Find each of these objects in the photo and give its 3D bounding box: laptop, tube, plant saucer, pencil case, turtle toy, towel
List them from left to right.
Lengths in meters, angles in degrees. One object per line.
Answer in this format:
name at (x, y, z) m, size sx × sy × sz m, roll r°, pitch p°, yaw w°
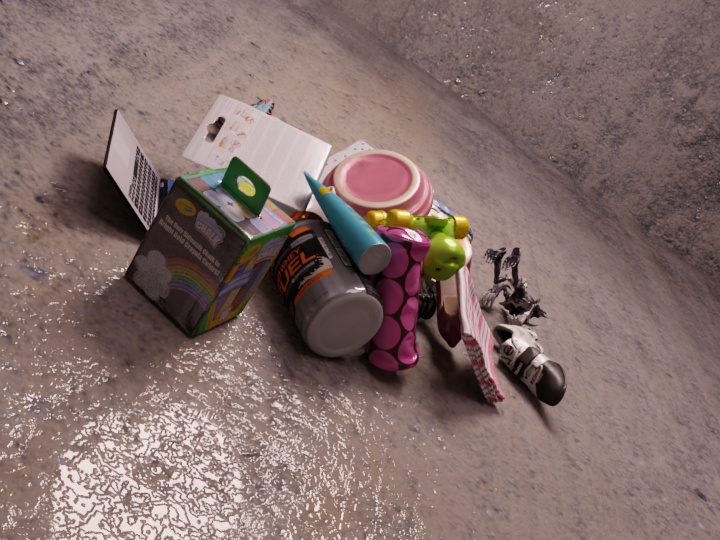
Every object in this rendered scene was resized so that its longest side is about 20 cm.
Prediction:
laptop at (-0.252, -0.127, 1.225) m, size 0.188 × 0.114 × 0.202 m, roll -107°, pitch 172°, yaw -56°
tube at (-0.023, -0.071, 1.246) m, size 0.078 × 0.050 × 0.201 m, roll 48°, pitch 4°, yaw -46°
plant saucer at (0.028, -0.141, 1.502) m, size 0.196 × 0.051 × 0.203 m, roll -1°, pitch 47°, yaw 1°
pencil case at (0.056, 0.037, 1.261) m, size 0.092 × 0.204 × 0.091 m, roll -1°, pitch 16°, yaw -25°
turtle toy at (0.096, -0.038, 1.361) m, size 0.143 × 0.103 × 0.199 m, roll 3°, pitch 1°, yaw -25°
towel at (0.187, 0.098, 1.379) m, size 0.201 × 0.029 × 0.148 m, roll 64°, pitch 19°, yaw -45°

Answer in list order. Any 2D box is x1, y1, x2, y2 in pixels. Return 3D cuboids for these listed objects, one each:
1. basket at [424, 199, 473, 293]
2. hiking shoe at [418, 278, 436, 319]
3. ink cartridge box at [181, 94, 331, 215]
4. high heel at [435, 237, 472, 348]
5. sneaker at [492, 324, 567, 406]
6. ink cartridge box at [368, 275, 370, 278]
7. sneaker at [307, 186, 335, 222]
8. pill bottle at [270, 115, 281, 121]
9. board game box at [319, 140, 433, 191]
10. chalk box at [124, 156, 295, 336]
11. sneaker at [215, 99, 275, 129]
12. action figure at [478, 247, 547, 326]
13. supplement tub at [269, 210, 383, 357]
basket at (0.119, -0.067, 1.620) m, size 0.175 × 0.139 × 0.201 m, roll 33°, pitch 34°, yaw -11°
hiking shoe at (0.085, 0.043, 1.450) m, size 0.100 × 0.076 × 0.200 m, roll 31°, pitch 22°, yaw -4°
ink cartridge box at (-0.158, -0.169, 1.344) m, size 0.197 × 0.048 × 0.162 m, roll 24°, pitch 49°, yaw -4°
high heel at (0.158, 0.028, 1.490) m, size 0.066 × 0.097 × 0.203 m, roll -2°, pitch 51°, yaw 1°
sneaker at (0.286, 0.162, 1.532) m, size 0.087 × 0.075 × 0.201 m, roll 18°, pitch 21°, yaw -26°
ink cartridge box at (0.000, 0.000, 1.387) m, size 0.098 × 0.040 × 0.199 m, roll 27°, pitch -8°, yaw -20°
sneaker at (-0.104, -0.091, 1.378) m, size 0.074 × 0.090 × 0.199 m, roll 13°, pitch 19°, yaw 31°
pill bottle at (-0.146, -0.180, 1.496) m, size 0.112 × 0.114 × 0.201 m, roll 22°, pitch 27°, yaw -30°
board game box at (-0.005, -0.136, 1.551) m, size 0.199 × 0.026 × 0.199 m, roll -32°, pitch 54°, yaw -27°
chalk box at (-0.174, -0.044, 1.081) m, size 0.124 × 0.201 × 0.124 m, roll 40°, pitch 23°, yaw 11°
sneaker at (-0.221, -0.296, 1.654) m, size 0.094 × 0.080 × 0.200 m, roll 27°, pitch 19°, yaw -6°
action figure at (0.289, 0.052, 1.700) m, size 0.118 × 0.102 × 0.202 m, roll 21°, pitch -37°, yaw 46°
supplement tub at (-0.057, 0.013, 1.244) m, size 0.121 × 0.123 × 0.201 m, roll 16°, pitch 30°, yaw -40°
